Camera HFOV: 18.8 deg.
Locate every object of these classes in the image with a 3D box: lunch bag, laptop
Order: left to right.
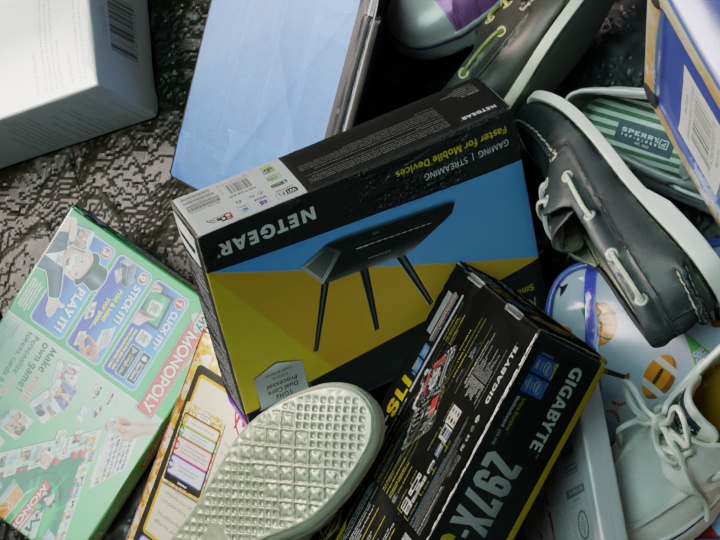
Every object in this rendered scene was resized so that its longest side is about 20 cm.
[{"bbox_3d":[-0.057,-0.104,1.360,0.115,0.200,0.188,14,109,-2],"label":"laptop"},{"bbox_3d":[0.178,0.088,1.243,0.159,0.075,0.201,-8,73,28],"label":"lunch bag"}]

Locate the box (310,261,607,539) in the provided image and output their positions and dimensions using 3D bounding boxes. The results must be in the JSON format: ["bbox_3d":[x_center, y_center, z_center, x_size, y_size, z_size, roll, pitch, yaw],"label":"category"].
[{"bbox_3d":[0.047,0.107,1.200,0.201,0.049,0.160,-62,17,5],"label":"box"}]

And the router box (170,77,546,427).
[{"bbox_3d":[0.004,-0.007,1.264,0.199,0.150,0.051,-23,36,-13],"label":"router box"}]

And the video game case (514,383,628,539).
[{"bbox_3d":[0.094,0.153,1.232,0.200,0.018,0.144,138,126,-60],"label":"video game case"}]

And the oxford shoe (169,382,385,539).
[{"bbox_3d":[-0.049,0.136,1.260,0.200,0.058,0.075,-50,59,27],"label":"oxford shoe"}]

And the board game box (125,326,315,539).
[{"bbox_3d":[-0.070,0.157,1.344,0.151,0.046,0.201,28,101,40],"label":"board game box"}]

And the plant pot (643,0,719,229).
[{"bbox_3d":[0.257,-0.107,1.146,0.179,0.200,0.201,-25,68,-4],"label":"plant pot"}]

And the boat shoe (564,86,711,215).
[{"bbox_3d":[0.207,-0.065,1.267,0.199,0.067,0.074,10,83,29],"label":"boat shoe"}]

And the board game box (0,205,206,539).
[{"bbox_3d":[-0.188,0.078,1.443,0.134,0.029,0.201,34,95,11],"label":"board game box"}]

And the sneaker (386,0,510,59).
[{"bbox_3d":[0.078,-0.225,1.332,0.201,0.114,0.073,-46,60,2],"label":"sneaker"}]

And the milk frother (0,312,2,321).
[{"bbox_3d":[-0.362,0.029,1.477,0.181,0.188,0.200,-49,62,7],"label":"milk frother"}]

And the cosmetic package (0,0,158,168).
[{"bbox_3d":[-0.248,-0.140,1.521,0.199,0.081,0.114,-15,71,26],"label":"cosmetic package"}]

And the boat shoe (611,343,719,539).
[{"bbox_3d":[0.179,0.081,1.146,0.202,0.086,0.075,-42,58,21],"label":"boat shoe"}]

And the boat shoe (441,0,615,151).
[{"bbox_3d":[0.091,-0.128,1.319,0.060,0.072,0.202,36,100,19],"label":"boat shoe"}]

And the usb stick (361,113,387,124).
[{"bbox_3d":[0.000,0.000,1.340,0.055,0.032,0.201,34,119,36],"label":"usb stick"}]

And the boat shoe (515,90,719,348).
[{"bbox_3d":[0.132,-0.032,1.228,0.060,0.076,0.200,-36,41,-4],"label":"boat shoe"}]
